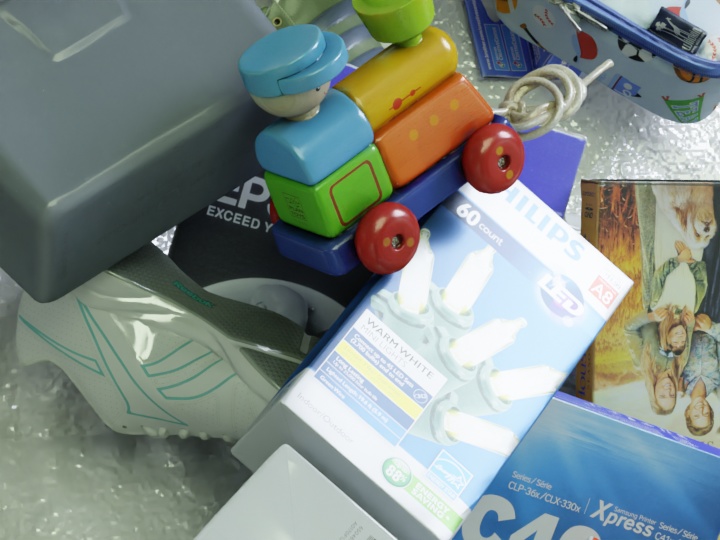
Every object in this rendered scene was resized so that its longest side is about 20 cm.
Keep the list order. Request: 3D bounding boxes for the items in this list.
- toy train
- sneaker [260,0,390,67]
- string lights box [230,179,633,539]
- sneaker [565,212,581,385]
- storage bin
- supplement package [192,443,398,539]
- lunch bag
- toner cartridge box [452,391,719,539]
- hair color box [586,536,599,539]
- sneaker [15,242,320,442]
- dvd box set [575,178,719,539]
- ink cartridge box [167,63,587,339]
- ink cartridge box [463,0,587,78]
[{"bbox_3d":[0.033,-0.096,1.409,0.200,0.085,0.116,-37,125,-25],"label":"toy train"},{"bbox_3d":[-0.022,-0.111,1.599,0.090,0.067,0.201,-1,60,-16],"label":"sneaker"},{"bbox_3d":[0.037,0.045,1.410,0.103,0.059,0.200,41,50,-2],"label":"string lights box"},{"bbox_3d":[0.105,0.015,1.569,0.199,0.075,0.100,3,65,-14],"label":"sneaker"},{"bbox_3d":[-0.128,-0.090,1.414,0.200,0.146,0.134,-34,67,-25],"label":"storage bin"},{"bbox_3d":[-0.047,0.211,1.365,0.152,0.200,0.151,41,62,5],"label":"supplement package"},{"bbox_3d":[0.167,-0.186,1.639,0.160,0.076,0.200,32,59,4],"label":"lunch bag"},{"bbox_3d":[0.083,0.106,1.492,0.199,0.043,0.095,19,94,-10],"label":"toner cartridge box"},{"bbox_3d":[0.083,0.230,1.403,0.064,0.111,0.200,33,36,3],"label":"hair color box"},{"bbox_3d":[-0.081,0.051,1.454,0.200,0.080,0.070,31,22,13],"label":"sneaker"},{"bbox_3d":[0.184,0.052,1.549,0.146,0.029,0.201,1,95,-15],"label":"dvd box set"},{"bbox_3d":[0.000,0.000,1.512,0.197,0.043,0.201,16,94,-7],"label":"ink cartridge box"},{"bbox_3d":[0.155,-0.170,1.691,0.199,0.042,0.120,-4,67,-16],"label":"ink cartridge box"}]
